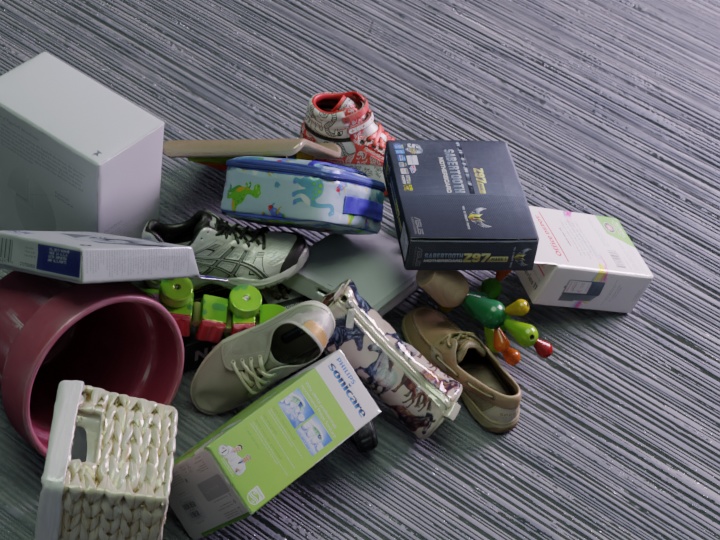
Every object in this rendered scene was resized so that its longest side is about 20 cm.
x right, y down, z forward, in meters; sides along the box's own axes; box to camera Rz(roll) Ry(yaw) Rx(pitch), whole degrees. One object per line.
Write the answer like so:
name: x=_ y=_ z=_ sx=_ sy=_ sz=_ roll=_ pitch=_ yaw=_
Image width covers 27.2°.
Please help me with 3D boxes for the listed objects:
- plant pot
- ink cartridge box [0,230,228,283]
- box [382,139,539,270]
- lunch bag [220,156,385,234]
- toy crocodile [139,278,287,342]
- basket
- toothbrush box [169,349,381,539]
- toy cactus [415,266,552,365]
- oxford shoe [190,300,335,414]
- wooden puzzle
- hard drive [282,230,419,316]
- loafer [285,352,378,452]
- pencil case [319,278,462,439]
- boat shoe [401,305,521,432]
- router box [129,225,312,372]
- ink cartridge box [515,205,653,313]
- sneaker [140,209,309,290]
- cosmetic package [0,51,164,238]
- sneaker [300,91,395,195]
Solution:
plant pot: x=-0.321 y=0.085 z=1.617 sx=0.199 sy=0.202 sz=0.178 roll=-26 pitch=39 yaw=-32
ink cartridge box: x=-0.275 y=-0.017 z=1.603 sx=0.198 sy=0.041 sz=0.199 roll=9 pitch=6 yaw=43
box: x=0.117 y=-0.081 z=1.784 sx=0.156 sy=0.051 sz=0.201 roll=1 pitch=41 yaw=-9
lunch bag: x=-0.063 y=-0.089 z=1.792 sx=0.159 sy=0.083 sz=0.200 roll=8 pitch=1 yaw=23
toy crocodile: x=-0.174 y=0.053 z=1.681 sx=0.198 sy=0.068 sz=0.062 roll=8 pitch=49 yaw=-7
basket: x=-0.254 y=0.227 z=1.468 sx=0.122 sy=0.201 sz=0.136 roll=9 pitch=43 yaw=-10
toothbrush box: x=-0.099 y=0.183 z=1.561 sx=0.200 sy=0.145 sz=0.086 roll=-36 pitch=92 yaw=-38
toy cactus: x=0.137 y=0.030 z=1.783 sx=0.164 sy=0.103 sz=0.200 roll=29 pitch=14 yaw=-40
oxford shoe: x=-0.113 y=0.102 z=1.639 sx=0.075 sy=0.199 sz=0.058 roll=49 pitch=24 yaw=-19
wooden puzzle: x=-0.135 y=-0.148 z=1.901 sx=0.183 sy=0.038 sz=0.200 roll=0 pitch=3 yaw=15
hard drive: x=0.000 y=0.000 z=1.826 sx=0.131 sy=0.026 sz=0.200 roll=27 pitch=28 yaw=17
loafer: x=-0.051 y=0.137 z=1.695 sx=0.070 sy=0.068 sz=0.201 roll=-32 pitch=58 yaw=-14
pencil case: x=0.028 y=0.101 z=1.683 sx=0.200 sy=0.089 sz=0.078 roll=43 pitch=79 yaw=1
boat shoe: x=0.124 y=0.101 z=1.759 sx=0.071 sy=0.065 sz=0.200 roll=-24 pitch=53 yaw=-31
router box: x=-0.171 y=0.034 z=1.783 sx=0.198 sy=0.051 sz=0.150 roll=-15 pitch=51 yaw=-24
ink cartridge box: x=0.255 y=-0.015 z=1.865 sx=0.198 sy=0.068 sz=0.118 roll=7 pitch=40 yaw=-30
sneaker: x=-0.159 y=-0.028 z=1.724 sx=0.198 sy=0.088 sz=0.076 roll=-7 pitch=36 yaw=-5
cosmetic package: x=-0.352 y=-0.122 z=1.804 sx=0.198 sy=0.201 sz=0.123 roll=31 pitch=47 yaw=20
sneaker: x=0.015 y=-0.172 z=1.991 sx=0.200 sy=0.109 sz=0.067 roll=19 pitch=44 yaw=9
